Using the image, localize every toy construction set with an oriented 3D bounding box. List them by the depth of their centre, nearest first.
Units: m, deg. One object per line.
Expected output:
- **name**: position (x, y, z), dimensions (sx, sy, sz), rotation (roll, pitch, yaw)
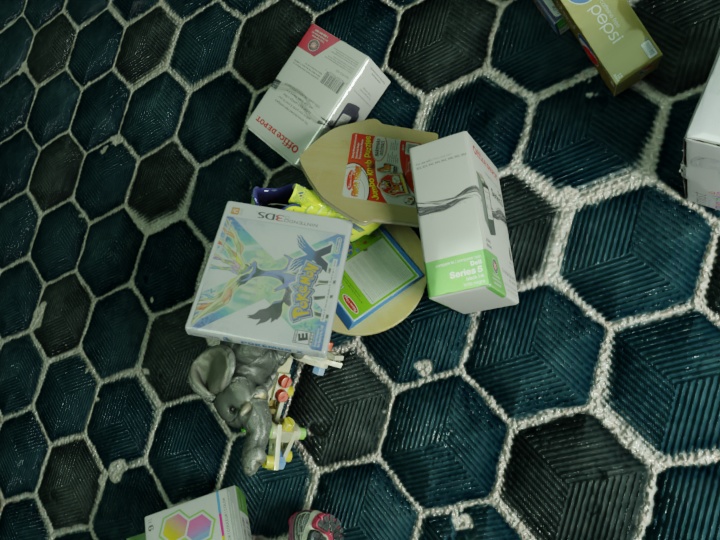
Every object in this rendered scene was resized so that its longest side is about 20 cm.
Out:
- **toy construction set**: position (-0.112, 0.184, 0.918), dimensions (0.131, 0.092, 0.202), rotation (22, 82, 55)

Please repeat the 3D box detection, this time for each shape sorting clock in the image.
- **shape sorting clock**: position (0.000, 0.000, 0.896), dimensions (0.197, 0.039, 0.203), rotation (-1, 62, 2)

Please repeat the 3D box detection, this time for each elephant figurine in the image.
- **elephant figurine**: position (-0.161, 0.144, 0.835), dimensions (0.140, 0.155, 0.202), rotation (28, 80, -10)

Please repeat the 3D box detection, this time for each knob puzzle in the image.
- **knob puzzle**: position (0.010, -0.140, 0.883), dimensions (0.216, 0.031, 0.222), rotation (3, 57, -5)

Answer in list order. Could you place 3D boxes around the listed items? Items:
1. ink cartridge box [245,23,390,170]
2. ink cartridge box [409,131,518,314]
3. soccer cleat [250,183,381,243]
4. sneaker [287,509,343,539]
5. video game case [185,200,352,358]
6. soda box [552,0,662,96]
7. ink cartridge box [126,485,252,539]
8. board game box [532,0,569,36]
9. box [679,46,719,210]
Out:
- **ink cartridge box**: position (-0.071, -0.272, 1.000), dimensions (0.144, 0.084, 0.201), rotation (40, 98, 29)
- **ink cartridge box**: position (0.137, -0.057, 0.802), dimensions (0.083, 0.145, 0.203), rotation (-13, 74, 25)
- **soccer cleat**: position (-0.065, -0.087, 0.879), dimensions (0.197, 0.084, 0.065), rotation (2, 48, 10)
- **sneaker**: position (-0.074, 0.442, 0.855), dimensions (0.074, 0.080, 0.203), rotation (-7, 68, 42)
- **video game case**: position (-0.114, 0.005, 0.806), dimensions (0.179, 0.022, 0.202), rotation (9, 60, 3)
- **soda box**: position (0.302, -0.331, 0.788), dimensions (0.064, 0.068, 0.202), rotation (-31, 82, 19)
- **ink cartridge box**: position (-0.264, 0.410, 0.913), dimensions (0.197, 0.060, 0.105), rotation (-18, 53, -3)
- **board game box**: position (0.287, -0.453, 0.870), dimensions (0.135, 0.034, 0.202), rotation (-32, 65, 20)
- **box**: position (0.416, -0.172, 0.643), dimensions (0.096, 0.199, 0.179), rotation (21, 88, 30)
